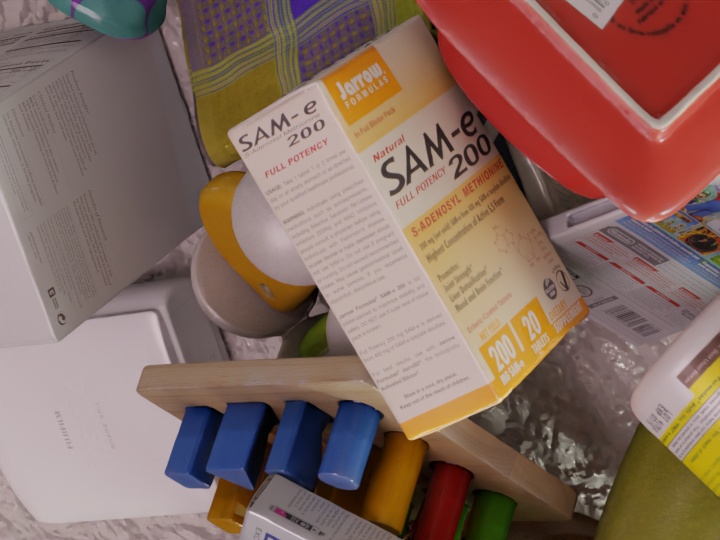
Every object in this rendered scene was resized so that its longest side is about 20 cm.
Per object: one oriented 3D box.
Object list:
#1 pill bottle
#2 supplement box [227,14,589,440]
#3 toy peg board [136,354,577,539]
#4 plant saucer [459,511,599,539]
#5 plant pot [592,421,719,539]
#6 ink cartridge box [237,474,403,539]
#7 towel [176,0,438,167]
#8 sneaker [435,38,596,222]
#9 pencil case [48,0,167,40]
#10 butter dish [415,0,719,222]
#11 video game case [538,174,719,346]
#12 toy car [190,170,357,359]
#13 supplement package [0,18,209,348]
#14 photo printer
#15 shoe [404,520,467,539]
[{"bbox_3d":[0.253,0.103,1.413,0.200,0.109,0.109,44,128,10],"label":"pill bottle"},{"bbox_3d":[0.030,-0.026,1.427,0.073,0.126,0.200,-26,98,36],"label":"supplement box"},{"bbox_3d":[-0.013,0.139,1.539,0.200,0.098,0.199,-5,150,44],"label":"toy peg board"},{"bbox_3d":[0.134,0.237,1.587,0.200,0.200,0.035,47,146,0],"label":"plant saucer"},{"bbox_3d":[0.200,0.202,1.504,0.187,0.200,0.187,23,140,21],"label":"plant pot"},{"bbox_3d":[0.008,0.236,1.502,0.200,0.043,0.197,27,133,12],"label":"ink cartridge box"},{"bbox_3d":[-0.034,-0.158,1.536,0.200,0.023,0.144,-25,62,37],"label":"towel"},{"bbox_3d":[0.069,-0.094,1.533,0.084,0.075,0.200,-25,91,35],"label":"sneaker"},{"bbox_3d":[-0.141,-0.245,1.563,0.085,0.093,0.200,10,124,-11],"label":"pencil case"},{"bbox_3d":[0.130,-0.125,1.434,0.199,0.200,0.148,46,152,3],"label":"butter dish"},{"bbox_3d":[0.199,-0.016,1.478,0.200,0.018,0.143,-21,144,36],"label":"video game case"},{"bbox_3d":[0.000,0.000,1.577,0.200,0.150,0.175,51,155,2],"label":"toy car"},{"bbox_3d":[-0.220,-0.058,1.633,0.150,0.200,0.152,-6,111,32],"label":"supplement package"},{"bbox_3d":[-0.179,0.092,1.772,0.199,0.069,0.167,-7,111,32],"label":"photo printer"},{"bbox_3d":[0.047,0.177,1.674,0.200,0.091,0.072,28,125,14],"label":"shoe"}]
